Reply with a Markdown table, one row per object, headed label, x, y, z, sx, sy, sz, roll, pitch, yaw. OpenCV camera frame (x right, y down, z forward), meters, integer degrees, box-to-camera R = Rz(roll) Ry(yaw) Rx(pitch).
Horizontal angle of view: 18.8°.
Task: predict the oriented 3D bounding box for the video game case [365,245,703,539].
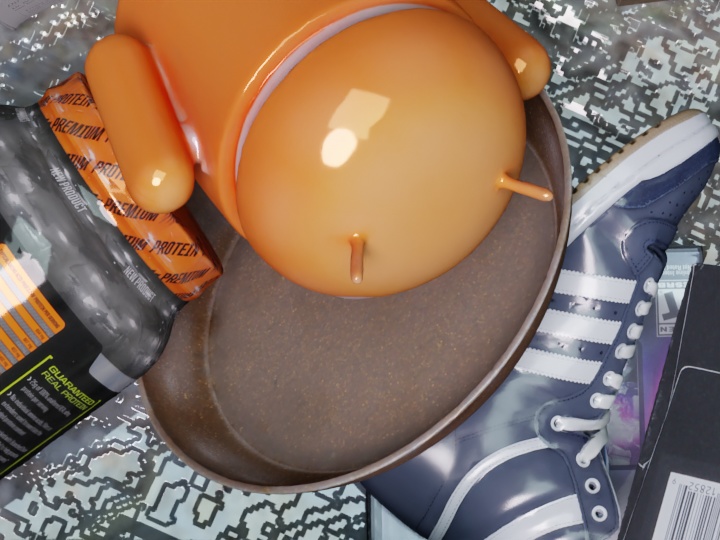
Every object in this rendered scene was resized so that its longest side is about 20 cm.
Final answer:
| label | x | y | z | sx | sy | sz | roll | pitch | yaw |
| --- | --- | --- | --- | --- | --- | --- | --- | --- | --- |
| video game case | 0.073 | 0.091 | 0.895 | 0.142 | 0.019 | 0.201 | -1 | 84 | -2 |

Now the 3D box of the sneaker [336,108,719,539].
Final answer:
| label | x | y | z | sx | sy | sz | roll | pitch | yaw |
| --- | --- | --- | --- | --- | --- | --- | --- | --- | --- |
| sneaker | 0.091 | 0.037 | 0.855 | 0.200 | 0.070 | 0.109 | -44 | 82 | 1 |

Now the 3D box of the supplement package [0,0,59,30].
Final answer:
| label | x | y | z | sx | sy | sz | roll | pitch | yaw |
| --- | --- | --- | --- | --- | --- | --- | --- | --- | --- |
| supplement package | -0.111 | -0.213 | 0.808 | 0.191 | 0.200 | 0.148 | -29 | 82 | 6 |

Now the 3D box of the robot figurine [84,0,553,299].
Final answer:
| label | x | y | z | sx | sy | sz | roll | pitch | yaw |
| --- | --- | --- | --- | --- | --- | --- | --- | --- | --- |
| robot figurine | -0.017 | -0.068 | 0.794 | 0.117 | 0.143 | 0.200 | -54 | 48 | 15 |

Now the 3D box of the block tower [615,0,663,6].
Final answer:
| label | x | y | z | sx | sy | sz | roll | pitch | yaw |
| --- | --- | --- | --- | --- | --- | --- | --- | --- | --- |
| block tower | 0.126 | -0.217 | 0.909 | 0.057 | 0.054 | 0.201 | -7 | 85 | -3 |

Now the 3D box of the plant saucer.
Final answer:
| label | x | y | z | sx | sy | sz | roll | pitch | yaw |
| --- | --- | --- | --- | --- | --- | --- | --- | --- | --- |
| plant saucer | 0.000 | 0.000 | 0.844 | 0.199 | 0.034 | 0.201 | -19 | 52 | 26 |

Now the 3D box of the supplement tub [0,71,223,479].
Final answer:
| label | x | y | z | sx | sy | sz | roll | pitch | yaw |
| --- | --- | --- | --- | --- | --- | --- | --- | --- | --- |
| supplement tub | -0.159 | 0.021 | 0.832 | 0.200 | 0.123 | 0.123 | -35 | 86 | 1 |

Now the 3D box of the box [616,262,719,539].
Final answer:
| label | x | y | z | sx | sy | sz | roll | pitch | yaw |
| --- | --- | --- | --- | --- | --- | --- | --- | --- | --- |
| box | 0.216 | 0.086 | 0.804 | 0.199 | 0.115 | 0.133 | 10 | 80 | 40 |
